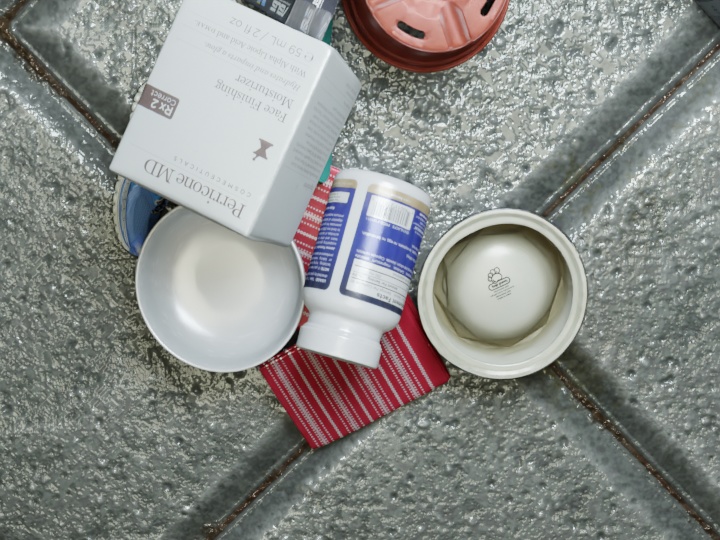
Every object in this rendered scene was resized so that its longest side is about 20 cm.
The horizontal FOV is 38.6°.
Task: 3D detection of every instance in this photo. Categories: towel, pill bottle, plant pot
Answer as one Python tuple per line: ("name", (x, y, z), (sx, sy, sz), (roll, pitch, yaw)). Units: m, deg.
("towel", (-0.085, -0.038, 1.225), (0.143, 0.022, 0.202), (23, 100, -2))
("towel", (-0.005, 0.120, 1.240), (0.198, 0.023, 0.146), (-28, 115, 8))
("pill bottle", (0.000, 0.000, 1.138), (0.114, 0.116, 0.203), (17, 83, -3))
("plant pot", (0.074, -0.306, 1.075), (0.197, 0.195, 0.204), (0, 103, 0))

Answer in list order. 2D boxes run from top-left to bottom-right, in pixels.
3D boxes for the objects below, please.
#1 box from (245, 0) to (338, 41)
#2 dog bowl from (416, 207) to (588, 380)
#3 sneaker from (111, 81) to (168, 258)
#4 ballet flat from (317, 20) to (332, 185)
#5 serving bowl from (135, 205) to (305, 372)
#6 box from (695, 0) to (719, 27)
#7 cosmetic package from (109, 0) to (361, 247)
("box", (-0.055, -0.338, 1.068), (0.049, 0.200, 0.163), (17, 106, -27))
("dog bowl", (0.163, 0.021, 1.210), (0.197, 0.074, 0.203), (0, 103, 1))
("sneaker", (-0.229, -0.109, 1.182), (0.088, 0.079, 0.203), (13, 102, 0))
("ballet flat", (-0.069, -0.198, 1.172), (0.070, 0.069, 0.203), (4, 98, 21))
("serving bowl", (-0.157, 0.012, 1.192), (0.197, 0.066, 0.203), (1, 99, 4))
("box", (0.446, -0.365, 1.105), (0.184, 0.105, 0.200), (42, 99, -9))
("cosmetic package", (-0.122, -0.150, 1.058), (0.163, 0.165, 0.202), (25, 92, 10))
